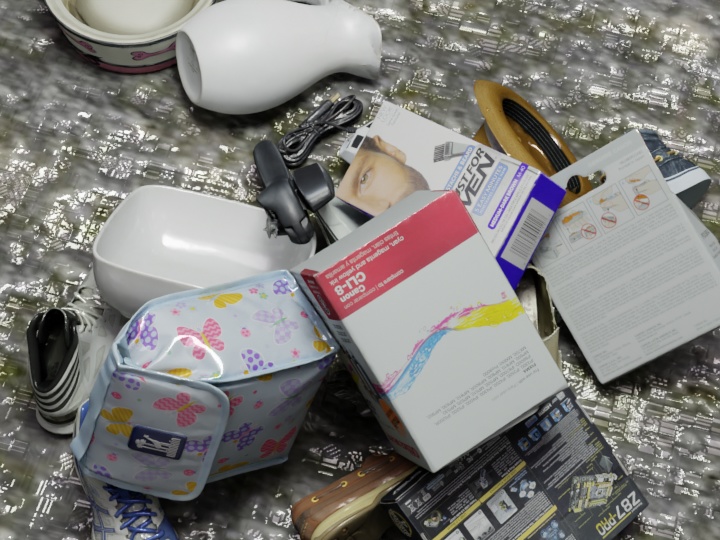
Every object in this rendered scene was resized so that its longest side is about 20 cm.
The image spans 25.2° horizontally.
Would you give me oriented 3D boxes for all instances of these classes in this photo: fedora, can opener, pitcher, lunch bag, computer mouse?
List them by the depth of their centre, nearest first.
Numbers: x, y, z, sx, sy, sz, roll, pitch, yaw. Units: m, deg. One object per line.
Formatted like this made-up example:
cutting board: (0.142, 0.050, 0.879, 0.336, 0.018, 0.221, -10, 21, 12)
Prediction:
lunch bag: (-0.141, 0.108, 1.396, 0.200, 0.170, 0.127, -10, 53, -34)
can opener: (-0.074, -0.079, 1.610, 0.079, 0.063, 0.200, -21, 22, -7)
fedora: (0.158, -0.103, 1.638, 0.082, 0.201, 0.201, -41, 60, 20)
computer mouse: (0.017, -0.122, 1.671, 0.200, 0.044, 0.110, 24, 54, 35)
pitcher: (-0.101, -0.248, 1.735, 0.200, 0.121, 0.172, -15, 39, -22)

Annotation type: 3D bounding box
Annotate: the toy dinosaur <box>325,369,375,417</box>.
toy dinosaur: (0.039, 0.073, 1.505, 0.200, 0.102, 0.136, 43, 95, 23)

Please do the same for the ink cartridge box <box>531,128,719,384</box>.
ink cartridge box: (0.251, -0.014, 1.530, 0.200, 0.160, 0.047, 61, 29, 2)

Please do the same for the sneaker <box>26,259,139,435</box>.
sneaker: (-0.258, 0.048, 1.537, 0.076, 0.115, 0.201, 14, 59, 7)

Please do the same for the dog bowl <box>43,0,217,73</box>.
dog bowl: (-0.249, -0.303, 1.779, 0.200, 0.074, 0.200, 0, 58, 0)

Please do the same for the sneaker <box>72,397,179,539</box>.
sneaker: (-0.217, 0.206, 1.457, 0.075, 0.088, 0.200, -23, 63, -16)

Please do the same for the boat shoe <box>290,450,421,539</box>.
boat shoe: (0.026, 0.194, 1.478, 0.200, 0.072, 0.068, -27, 48, -23)

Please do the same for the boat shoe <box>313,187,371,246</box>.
boat shoe: (0.000, 0.000, 1.594, 0.064, 0.071, 0.200, -45, 65, 22)

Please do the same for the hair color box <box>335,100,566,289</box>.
hair color box: (0.083, -0.073, 1.534, 0.200, 0.065, 0.109, 28, 91, 38)

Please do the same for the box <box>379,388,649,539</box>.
box: (0.141, 0.208, 1.445, 0.200, 0.049, 0.161, -39, 95, -21)

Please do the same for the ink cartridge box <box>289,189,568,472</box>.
ink cartridge box: (0.057, 0.050, 1.399, 0.145, 0.145, 0.200, -32, 97, -9)

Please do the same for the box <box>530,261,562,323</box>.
box: (0.112, -0.008, 1.625, 0.110, 0.035, 0.200, -32, 64, -19)

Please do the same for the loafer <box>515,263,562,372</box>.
loafer: (0.153, 0.082, 1.523, 0.076, 0.068, 0.200, -8, 81, -15)

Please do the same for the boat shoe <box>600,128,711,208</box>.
boat shoe: (0.267, -0.086, 1.626, 0.091, 0.071, 0.200, 45, 36, 22)

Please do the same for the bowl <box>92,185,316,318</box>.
bowl: (-0.150, 0.000, 1.558, 0.200, 0.075, 0.200, 13, 27, 3)
